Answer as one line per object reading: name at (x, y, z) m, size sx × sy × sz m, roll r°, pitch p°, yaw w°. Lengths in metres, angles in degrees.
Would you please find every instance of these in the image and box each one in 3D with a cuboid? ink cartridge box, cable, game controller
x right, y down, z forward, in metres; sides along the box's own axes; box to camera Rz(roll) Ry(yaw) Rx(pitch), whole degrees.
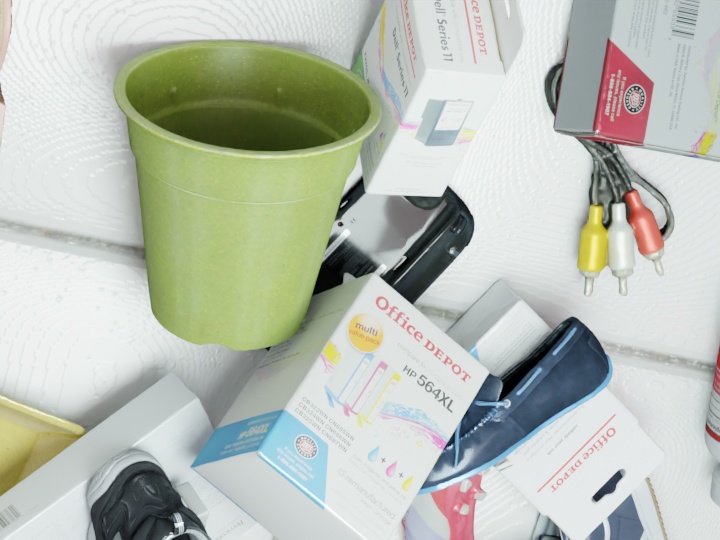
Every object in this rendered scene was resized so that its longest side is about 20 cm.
ink cartridge box at (-0.009, 0.105, 1.625) m, size 0.128 × 0.125 × 0.200 m, roll 40°, pitch 64°, yaw -15°
cable at (0.213, -0.080, 1.751) m, size 0.097 × 0.050 × 0.201 m, roll -16°, pitch 112°, yaw -10°
ink cartridge box at (0.272, -0.164, 1.711) m, size 0.199 × 0.083 × 0.146 m, roll 9°, pitch 91°, yaw -21°
ink cartridge box at (0.054, -0.158, 1.584) m, size 0.067 × 0.118 × 0.200 m, roll 3°, pitch 146°, yaw -18°
ink cartridge box at (0.149, 0.121, 1.780) m, size 0.116 × 0.067 × 0.200 m, roll -44°, pitch 110°, yaw 0°
game controller at (0.000, 0.000, 1.721) m, size 0.104 × 0.042 × 0.200 m, roll 44°, pitch 90°, yaw -11°

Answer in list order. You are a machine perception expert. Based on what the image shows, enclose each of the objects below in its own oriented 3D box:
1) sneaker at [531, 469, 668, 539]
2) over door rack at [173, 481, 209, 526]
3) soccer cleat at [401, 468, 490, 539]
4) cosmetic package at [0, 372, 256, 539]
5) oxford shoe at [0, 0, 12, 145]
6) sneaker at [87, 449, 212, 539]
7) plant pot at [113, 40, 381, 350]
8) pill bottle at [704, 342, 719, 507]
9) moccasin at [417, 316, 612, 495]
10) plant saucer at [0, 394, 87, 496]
sneaker at (0.221, 0.266, 1.857) m, size 0.108 × 0.070 × 0.201 m, roll -24°, pitch 107°, yaw -15°
over door rack at (-0.080, 0.240, 1.707) m, size 0.147 × 0.067 × 0.201 m, roll -20°, pitch 133°, yaw -31°
soccer cleat at (0.061, 0.226, 1.804) m, size 0.067 × 0.076 × 0.201 m, roll -29°, pitch 137°, yaw -44°
cosmetic package at (-0.191, 0.198, 1.675) m, size 0.200 × 0.052 × 0.151 m, roll -36°, pitch 129°, yaw -15°
oxford shoe at (-0.295, -0.171, 1.544) m, size 0.074 × 0.071 × 0.201 m, roll 2°, pitch 107°, yaw -16°
sneaker at (-0.157, 0.245, 1.615) m, size 0.075 × 0.114 × 0.201 m, roll -18°, pitch 125°, yaw -27°
plant pot at (-0.093, -0.048, 1.601) m, size 0.199 × 0.200 × 0.191 m, roll -2°, pitch 120°, yaw -17°
pill bottle at (0.361, 0.111, 1.830) m, size 0.112 × 0.112 × 0.201 m, roll 1°, pitch 107°, yaw -18°
moccasin at (0.107, 0.106, 1.699) m, size 0.200 × 0.080 × 0.068 m, roll -33°, pitch 105°, yaw -18°
plant saucer at (-0.345, 0.170, 1.653) m, size 0.199 × 0.048 × 0.201 m, roll 24°, pitch 99°, yaw -23°
